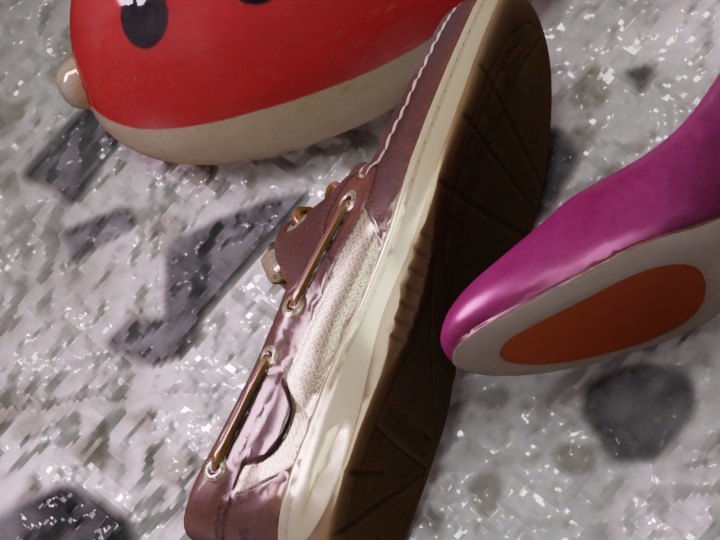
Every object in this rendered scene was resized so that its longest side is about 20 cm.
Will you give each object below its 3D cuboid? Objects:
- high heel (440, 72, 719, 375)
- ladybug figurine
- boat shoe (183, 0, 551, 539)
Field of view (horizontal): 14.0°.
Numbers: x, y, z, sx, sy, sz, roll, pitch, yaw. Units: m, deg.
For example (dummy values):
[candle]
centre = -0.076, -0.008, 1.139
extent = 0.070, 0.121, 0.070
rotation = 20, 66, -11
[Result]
[high heel]
centre = 0.100, -0.043, 0.880
extent = 0.199, 0.068, 0.096
rotation = -25, 62, -10
[ladybug figurine]
centre = -0.018, -0.114, 0.975
extent = 0.199, 0.072, 0.136
rotation = -33, 53, 3
[boat shoe]
centre = 0.000, 0.000, 0.900
extent = 0.072, 0.072, 0.201
rotation = 11, 72, 28
